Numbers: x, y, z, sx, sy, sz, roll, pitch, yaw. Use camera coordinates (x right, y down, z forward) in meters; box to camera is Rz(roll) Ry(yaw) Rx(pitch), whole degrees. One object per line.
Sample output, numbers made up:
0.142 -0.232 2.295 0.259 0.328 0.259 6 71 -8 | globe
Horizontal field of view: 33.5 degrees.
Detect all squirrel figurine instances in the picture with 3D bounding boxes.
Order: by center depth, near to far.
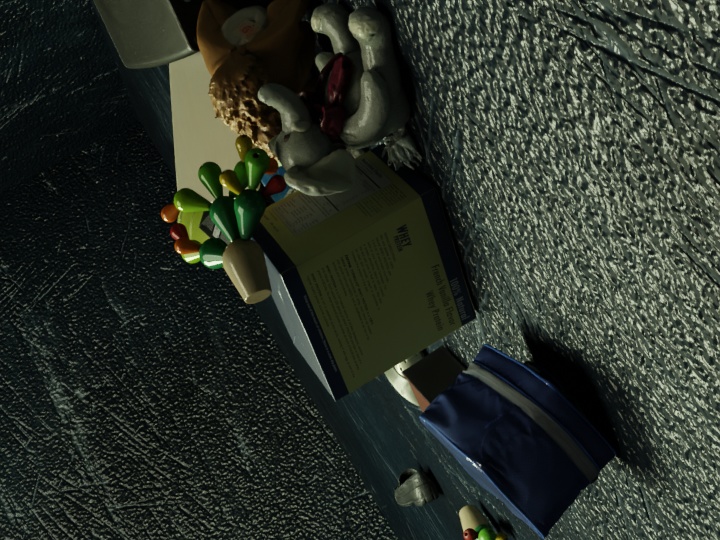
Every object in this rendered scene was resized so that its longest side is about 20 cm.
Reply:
-0.103 -0.204 1.411 0.187 0.140 0.202 62 -154 -49 | squirrel figurine

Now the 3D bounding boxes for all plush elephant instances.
-0.036 -0.164 1.249 0.165 0.154 0.202 42 158 60 | plush elephant

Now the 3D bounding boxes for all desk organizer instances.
0.138 0.190 1.592 0.200 0.071 0.077 45 164 56 | desk organizer

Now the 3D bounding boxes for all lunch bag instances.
0.164 0.165 1.248 0.136 0.132 0.200 48 174 -23 | lunch bag

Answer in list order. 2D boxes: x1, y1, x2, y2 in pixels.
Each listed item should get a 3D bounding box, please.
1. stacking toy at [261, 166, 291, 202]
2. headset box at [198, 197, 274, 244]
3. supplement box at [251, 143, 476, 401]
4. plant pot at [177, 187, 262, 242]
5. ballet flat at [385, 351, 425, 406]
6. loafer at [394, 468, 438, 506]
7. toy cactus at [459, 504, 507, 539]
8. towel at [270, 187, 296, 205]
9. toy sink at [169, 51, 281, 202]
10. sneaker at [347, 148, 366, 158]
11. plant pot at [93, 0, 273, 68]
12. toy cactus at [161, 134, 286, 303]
-0.081 -0.132 1.751 0.117 0.109 0.200 56 180 8 | stacking toy
-0.114 -0.053 1.733 0.149 0.198 0.078 37 111 59 | headset box
0.000 0.000 1.388 0.134 0.198 0.201 47 163 51 | supplement box
-0.224 -0.076 2.343 0.192 0.200 0.202 32 152 43 | plant pot
0.056 0.119 1.807 0.201 0.067 0.064 55 161 29 | ballet flat
0.106 0.428 2.379 0.201 0.067 0.071 137 111 -74 | loafer
0.200 0.463 1.952 0.201 0.101 0.166 59 -177 -45 | toy cactus
-0.024 -0.008 1.605 0.164 0.086 0.201 6 131 39 | towel
-0.161 -0.183 1.565 0.112 0.129 0.203 8 -106 -57 | toy sink
-0.048 -0.147 1.562 0.200 0.079 0.074 46 164 55 | sneaker
-0.227 -0.383 1.536 0.177 0.199 0.201 24 144 52 | plant pot
-0.134 -0.042 1.294 0.200 0.102 0.166 -39 65 35 | toy cactus
